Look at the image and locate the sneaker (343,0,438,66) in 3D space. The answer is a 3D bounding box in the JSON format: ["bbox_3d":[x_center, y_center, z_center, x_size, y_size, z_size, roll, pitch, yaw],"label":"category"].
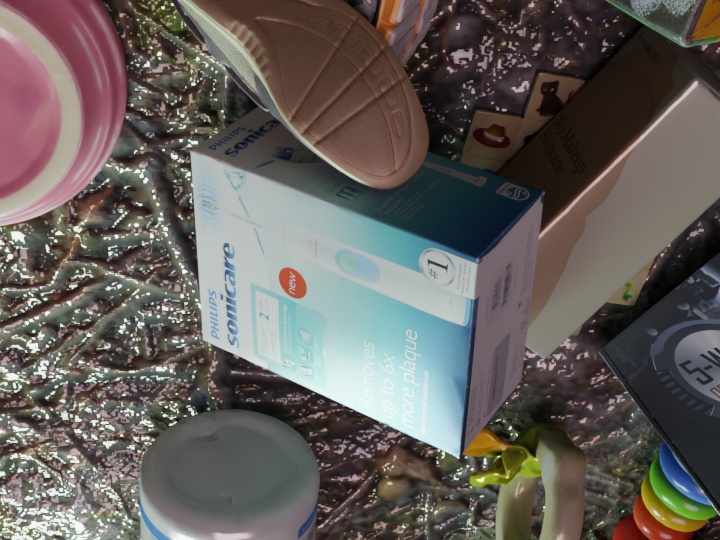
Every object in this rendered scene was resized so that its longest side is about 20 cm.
[{"bbox_3d":[0.005,-0.183,0.700,0.077,0.078,0.201,21,130,12],"label":"sneaker"}]

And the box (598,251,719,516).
[{"bbox_3d":[0.294,0.059,0.859,0.200,0.161,0.043,-41,160,20],"label":"box"}]

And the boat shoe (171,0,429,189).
[{"bbox_3d":[-0.041,-0.125,0.691,0.200,0.065,0.072,43,85,-2],"label":"boat shoe"}]

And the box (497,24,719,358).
[{"bbox_3d":[0.152,-0.050,0.788,0.077,0.095,0.200,32,113,-26],"label":"box"}]

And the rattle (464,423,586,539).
[{"bbox_3d":[0.091,0.213,0.926,0.142,0.130,0.202,9,100,-29],"label":"rattle"}]

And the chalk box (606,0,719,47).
[{"bbox_3d":[0.150,-0.221,0.637,0.123,0.200,0.126,-16,136,-39],"label":"chalk box"}]

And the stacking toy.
[{"bbox_3d":[0.263,0.173,0.985,0.085,0.086,0.201,9,130,-15],"label":"stacking toy"}]

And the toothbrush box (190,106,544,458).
[{"bbox_3d":[0.000,0.000,0.749,0.199,0.085,0.147,23,131,26],"label":"toothbrush box"}]

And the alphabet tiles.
[{"bbox_3d":[0.138,-0.040,0.854,0.165,0.006,0.201,7,123,-13],"label":"alphabet tiles"}]

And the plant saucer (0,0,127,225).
[{"bbox_3d":[-0.238,-0.105,0.723,0.198,0.051,0.202,-4,125,-6],"label":"plant saucer"}]

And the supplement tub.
[{"bbox_3d":[-0.099,0.217,0.921,0.131,0.132,0.201,0,124,-9],"label":"supplement tub"}]
